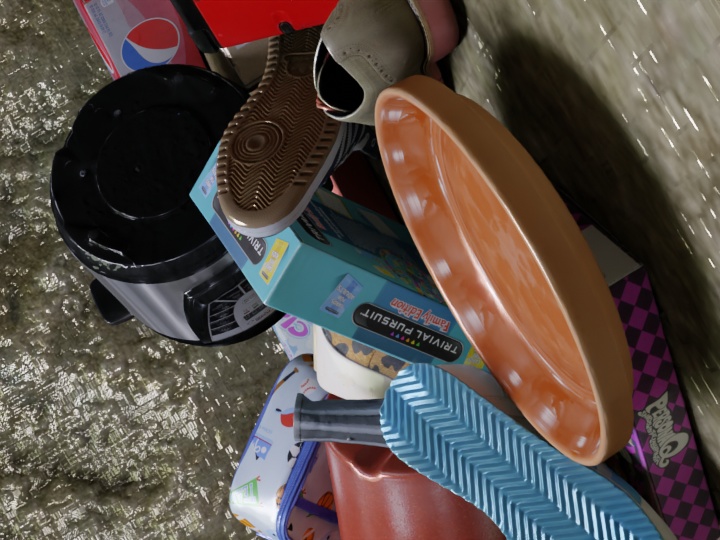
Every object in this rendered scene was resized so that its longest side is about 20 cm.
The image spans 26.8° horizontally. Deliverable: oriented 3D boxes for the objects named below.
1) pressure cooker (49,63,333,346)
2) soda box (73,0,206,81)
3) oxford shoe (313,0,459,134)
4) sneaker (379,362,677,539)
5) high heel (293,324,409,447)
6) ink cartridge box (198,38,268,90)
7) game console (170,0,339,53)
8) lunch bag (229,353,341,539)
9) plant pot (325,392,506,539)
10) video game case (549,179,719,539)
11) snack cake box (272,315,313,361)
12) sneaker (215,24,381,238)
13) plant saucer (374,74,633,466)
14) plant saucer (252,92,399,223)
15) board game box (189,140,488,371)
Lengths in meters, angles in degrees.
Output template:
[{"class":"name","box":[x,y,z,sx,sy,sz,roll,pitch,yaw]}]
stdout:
[{"class":"pressure cooker","box":[-0.121,-0.040,1.143,0.174,0.180,0.200,9,160,17]},{"class":"soda box","box":[-0.168,-0.172,1.203,0.064,0.070,0.201,52,170,38]},{"class":"oxford shoe","box":[0.004,-0.111,0.833,0.071,0.074,0.200,57,173,13]},{"class":"sneaker","box":[0.104,0.118,0.803,0.200,0.077,0.081,43,-160,23]},{"class":"high heel","box":[0.035,0.058,1.067,0.201,0.141,0.072,-79,-10,-53]},{"class":"ink cartridge box","box":[-0.116,-0.236,1.164,0.201,0.075,0.165,61,172,-7]},{"class":"game console","box":[-0.094,-0.229,0.832,0.200,0.171,0.120,57,-155,-55]},{"class":"lunch bag","box":[-0.021,0.164,1.231,0.075,0.161,0.200,17,169,30]},{"class":"plant pot","box":[0.061,0.167,1.123,0.201,0.199,0.196,50,160,52]},{"class":"video game case","box":[0.112,0.035,0.812,0.181,0.036,0.201,49,166,51]},{"class":"snack cake box","box":[-0.038,0.020,1.460,0.201,0.114,0.067,63,171,-24]},{"class":"sneaker","box":[-0.030,-0.076,0.931,0.109,0.069,0.201,73,-156,-49]},{"class":"plant saucer","box":[0.070,-0.003,0.714,0.201,0.032,0.201,58,169,18]},{"class":"plant saucer","box":[-0.019,-0.075,1.274,0.201,0.037,0.200,62,173,-10]},{"class":"board game box","box":[0.000,0.000,0.996,0.199,0.047,0.151,23,-164,-34]}]
